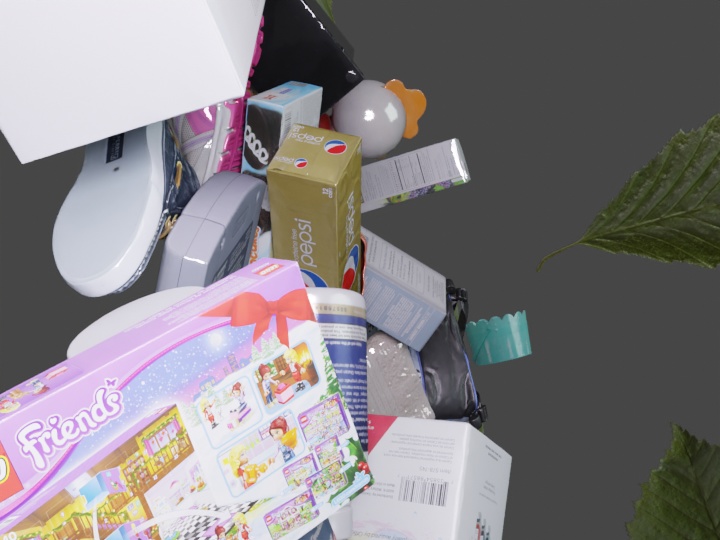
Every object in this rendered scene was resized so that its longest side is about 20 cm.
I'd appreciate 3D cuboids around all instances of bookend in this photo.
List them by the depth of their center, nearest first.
[{"bbox_3d":[-0.091,-0.264,0.954,0.199,0.092,0.200,49,15,-17],"label":"bookend"}]

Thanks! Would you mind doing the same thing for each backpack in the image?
[{"bbox_3d":[0.073,0.142,1.244,0.191,0.153,0.202,101,-15,-64],"label":"backpack"}]

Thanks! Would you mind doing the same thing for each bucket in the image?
[{"bbox_3d":[0.421,0.207,2.834,0.207,0.205,0.136,8,69,-78],"label":"bucket"}]

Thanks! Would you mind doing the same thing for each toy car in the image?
[{"bbox_3d":[-0.008,-0.164,1.158,0.185,0.198,0.178,-91,162,-50],"label":"toy car"}]

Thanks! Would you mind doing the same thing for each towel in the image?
[{"bbox_3d":[0.022,0.178,1.080,0.034,0.132,0.201,17,-44,52],"label":"towel"}]

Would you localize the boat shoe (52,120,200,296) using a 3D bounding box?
[{"bbox_3d":[-0.147,-0.041,0.634,0.201,0.070,0.091,-95,164,-45],"label":"boat shoe"}]

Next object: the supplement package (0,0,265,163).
[{"bbox_3d":[-0.157,-0.197,0.584,0.201,0.149,0.152,-90,162,-54],"label":"supplement package"}]

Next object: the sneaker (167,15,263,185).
[{"bbox_3d":[-0.140,-0.147,0.803,0.081,0.087,0.202,-20,117,-77],"label":"sneaker"}]

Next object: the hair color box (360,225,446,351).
[{"bbox_3d":[0.000,0.000,1.055,0.199,0.061,0.099,31,23,-9],"label":"hair color box"}]

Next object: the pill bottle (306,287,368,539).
[{"bbox_3d":[-0.048,0.120,0.779,0.111,0.110,0.202,34,54,-73],"label":"pill bottle"}]

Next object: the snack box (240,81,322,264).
[{"bbox_3d":[-0.078,-0.066,0.860,0.116,0.037,0.202,-51,152,-67],"label":"snack box"}]

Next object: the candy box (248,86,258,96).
[{"bbox_3d":[-0.117,-0.131,0.944,0.200,0.055,0.116,-13,89,-78],"label":"candy box"}]

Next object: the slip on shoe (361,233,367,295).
[{"bbox_3d":[-0.034,0.047,0.954,0.061,0.074,0.202,157,-52,-77],"label":"slip on shoe"}]

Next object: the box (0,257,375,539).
[{"bbox_3d":[-0.095,0.097,0.462,0.039,0.199,0.138,7,-60,54],"label":"box"}]

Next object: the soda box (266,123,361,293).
[{"bbox_3d":[-0.038,-0.030,0.836,0.201,0.064,0.068,89,19,-47],"label":"soda box"}]

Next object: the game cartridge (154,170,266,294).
[{"bbox_3d":[-0.113,0.000,0.689,0.200,0.041,0.134,-74,176,-70],"label":"game cartridge"}]

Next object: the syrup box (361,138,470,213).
[{"bbox_3d":[0.084,-0.165,1.620,0.079,0.198,0.082,-34,107,-78],"label":"syrup box"}]

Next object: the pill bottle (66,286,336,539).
[{"bbox_3d":[-0.095,0.119,0.562,0.120,0.119,0.201,-78,151,-67],"label":"pill bottle"}]

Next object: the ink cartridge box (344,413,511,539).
[{"bbox_3d":[0.041,0.246,0.842,0.145,0.144,0.202,44,53,-57],"label":"ink cartridge box"}]
